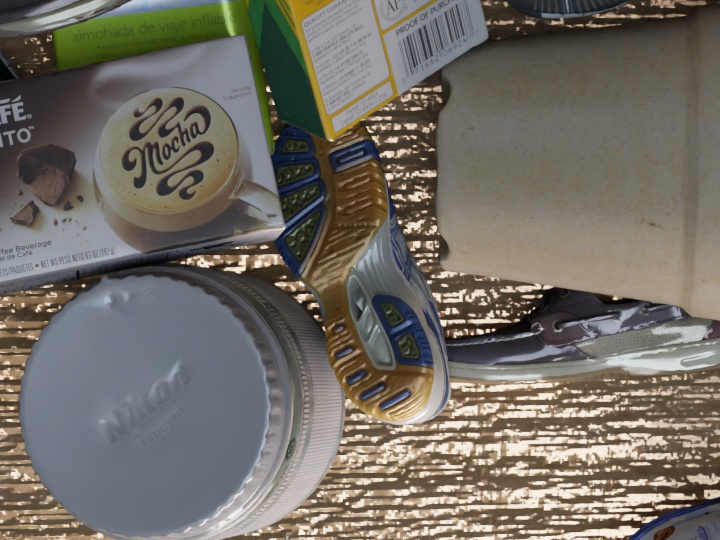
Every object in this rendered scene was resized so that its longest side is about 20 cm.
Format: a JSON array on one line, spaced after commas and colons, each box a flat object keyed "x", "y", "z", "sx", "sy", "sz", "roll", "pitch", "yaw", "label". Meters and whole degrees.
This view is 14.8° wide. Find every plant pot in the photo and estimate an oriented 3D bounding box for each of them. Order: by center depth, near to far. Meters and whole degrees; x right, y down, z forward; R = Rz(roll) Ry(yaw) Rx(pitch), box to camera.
[{"x": 0.137, "y": -0.065, "z": 1.602, "sx": 0.183, "sy": 0.200, "sz": 0.201, "roll": 2, "pitch": 107, "yaw": 5, "label": "plant pot"}]

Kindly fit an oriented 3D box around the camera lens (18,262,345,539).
[{"x": -0.100, "y": 0.077, "z": 1.591, "sx": 0.159, "sy": 0.200, "sz": 0.161, "roll": 0, "pitch": 88, "yaw": 10, "label": "camera lens"}]

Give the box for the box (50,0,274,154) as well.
[{"x": -0.122, "y": -0.160, "z": 1.608, "sx": 0.122, "sy": 0.048, "sz": 0.201, "roll": -8, "pitch": 107, "yaw": -4, "label": "box"}]

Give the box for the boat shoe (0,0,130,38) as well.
[{"x": -0.130, "y": -0.190, "z": 1.544, "sx": 0.200, "sy": 0.074, "sz": 0.073, "roll": -24, "pitch": 98, "yaw": -8, "label": "boat shoe"}]

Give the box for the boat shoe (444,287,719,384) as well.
[{"x": 0.136, "y": 0.035, "z": 1.686, "sx": 0.199, "sy": 0.072, "sz": 0.065, "roll": -4, "pitch": 92, "yaw": 2, "label": "boat shoe"}]

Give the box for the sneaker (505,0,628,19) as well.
[{"x": 0.177, "y": -0.196, "z": 1.594, "sx": 0.199, "sy": 0.090, "sz": 0.067, "roll": -13, "pitch": 86, "yaw": -8, "label": "sneaker"}]

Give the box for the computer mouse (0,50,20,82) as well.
[{"x": -0.225, "y": -0.132, "z": 1.610, "sx": 0.200, "sy": 0.046, "sz": 0.140, "roll": 43, "pitch": 103, "yaw": -4, "label": "computer mouse"}]

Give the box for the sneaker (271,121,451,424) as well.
[{"x": 0.000, "y": 0.000, "z": 1.647, "sx": 0.075, "sy": 0.088, "sz": 0.201, "roll": -18, "pitch": 75, "yaw": 14, "label": "sneaker"}]

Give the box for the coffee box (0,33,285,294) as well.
[{"x": -0.152, "y": -0.055, "z": 1.550, "sx": 0.199, "sy": 0.080, "sz": 0.113, "roll": -11, "pitch": 87, "yaw": -6, "label": "coffee box"}]

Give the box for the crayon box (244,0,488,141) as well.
[{"x": -0.009, "y": -0.190, "z": 1.516, "sx": 0.126, "sy": 0.052, "sz": 0.200, "roll": -34, "pitch": 128, "yaw": -26, "label": "crayon box"}]

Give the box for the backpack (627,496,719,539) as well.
[{"x": 0.244, "y": 0.220, "z": 1.707, "sx": 0.190, "sy": 0.154, "sz": 0.201, "roll": -9, "pitch": 102, "yaw": -11, "label": "backpack"}]
